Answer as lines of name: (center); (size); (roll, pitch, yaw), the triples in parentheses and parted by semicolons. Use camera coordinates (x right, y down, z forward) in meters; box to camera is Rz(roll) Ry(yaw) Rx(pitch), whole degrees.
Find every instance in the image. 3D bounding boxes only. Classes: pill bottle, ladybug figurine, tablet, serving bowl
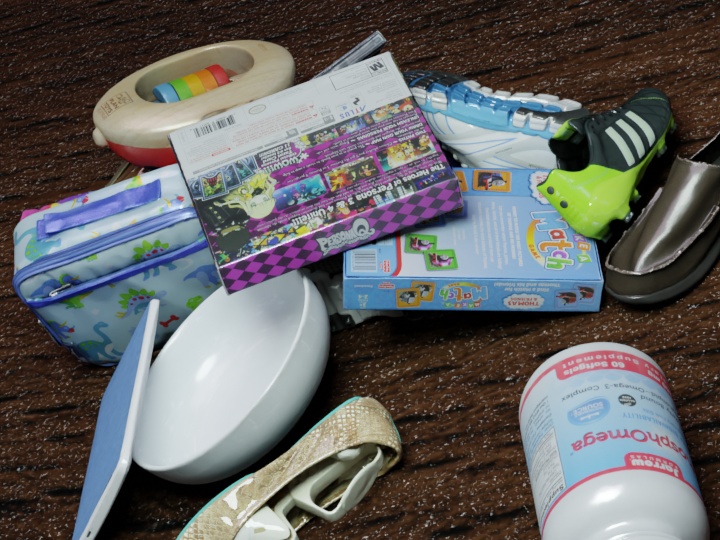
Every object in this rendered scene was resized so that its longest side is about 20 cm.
pill bottle: (0.167, 0.147, 1.331); (0.108, 0.109, 0.201); (-22, 35, 11)
ladybug figurine: (-0.150, -0.147, 1.860); (0.199, 0.072, 0.136); (-20, 34, -15)
tablet: (-0.196, 0.129, 1.640); (0.201, 0.014, 0.131); (-85, 20, -51)
serving bowl: (-0.093, 0.091, 1.612); (0.200, 0.066, 0.201); (-36, 28, 23)

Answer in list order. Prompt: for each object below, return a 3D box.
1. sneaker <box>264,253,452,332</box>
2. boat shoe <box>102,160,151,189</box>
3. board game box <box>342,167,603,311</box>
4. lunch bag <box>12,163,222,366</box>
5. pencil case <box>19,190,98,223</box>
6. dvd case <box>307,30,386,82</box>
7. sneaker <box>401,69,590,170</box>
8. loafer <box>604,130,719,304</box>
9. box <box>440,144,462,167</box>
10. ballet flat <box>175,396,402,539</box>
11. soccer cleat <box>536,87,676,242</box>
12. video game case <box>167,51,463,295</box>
sneaker: (0.000, 0.000, 1.686); (0.199, 0.067, 0.091); (-5, 38, 26)
boat shoe: (-0.213, -0.053, 1.910); (0.200, 0.072, 0.068); (-38, 39, 3)
board game box: (0.084, -0.027, 1.611); (0.198, 0.037, 0.152); (0, 37, -1)
lunch bag: (-0.188, -0.006, 1.736); (0.199, 0.161, 0.083); (-18, 51, 12)
pencil case: (-0.206, -0.036, 1.829); (0.198, 0.089, 0.089); (-13, 36, 5)
dvd case: (-0.052, -0.145, 1.846); (0.148, 0.016, 0.200); (-37, -2, -11)
sneaker: (0.092, -0.112, 1.713); (0.199, 0.087, 0.075); (18, 27, 24)
loafer: (0.251, -0.055, 1.563); (0.073, 0.072, 0.200); (18, 55, 47)
box: (-0.006, -0.094, 1.760); (0.199, 0.033, 0.121); (-24, 36, -33)
ballet flat: (-0.050, 0.171, 1.502); (0.200, 0.071, 0.065); (-40, 50, -9)
soccer cleat: (0.198, -0.102, 1.629); (0.068, 0.081, 0.200); (-46, 7, 39)
video game case: (-0.039, -0.081, 1.618); (0.199, 0.036, 0.182); (-21, 43, -4)
